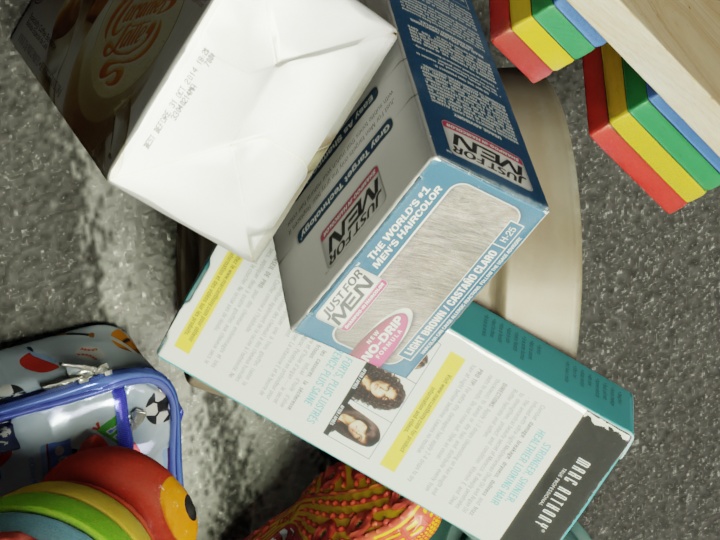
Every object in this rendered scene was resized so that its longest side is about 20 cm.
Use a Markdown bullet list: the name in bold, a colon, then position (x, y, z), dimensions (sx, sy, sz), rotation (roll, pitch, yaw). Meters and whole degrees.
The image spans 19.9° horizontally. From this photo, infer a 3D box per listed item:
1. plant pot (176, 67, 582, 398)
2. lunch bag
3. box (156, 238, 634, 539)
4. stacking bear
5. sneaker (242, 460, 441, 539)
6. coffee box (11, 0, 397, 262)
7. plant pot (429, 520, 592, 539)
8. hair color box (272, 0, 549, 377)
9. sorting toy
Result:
- **plant pot**: position (0.000, 0.000, 1.012), dimensions (0.172, 0.200, 0.201), rotation (-1, 116, -11)
- **lunch bag**: position (-0.159, 0.128, 1.046), dimensions (0.159, 0.076, 0.201), rotation (-14, 121, -25)
- **box**: position (0.017, 0.046, 0.914), dimensions (0.199, 0.049, 0.083), rotation (30, 112, -5)
- **stacking bear**: position (-0.131, 0.141, 0.911), dimensions (0.113, 0.200, 0.122), rotation (-20, 102, 18)
- **sneaker**: position (-0.009, 0.151, 1.057), dimensions (0.077, 0.200, 0.073), rotation (35, 50, -13)
- **coffee box**: position (-0.074, -0.101, 0.891), dimensions (0.079, 0.200, 0.115), rotation (29, 100, -29)
- **plant pot**: position (0.058, 0.196, 1.143), dimensions (0.134, 0.199, 0.202), rotation (-21, 127, -51)
- **hair color box**: position (0.008, -0.061, 0.871), dimensions (0.060, 0.201, 0.100), rotation (24, 121, -27)
- **sorting toy**: position (0.124, -0.145, 1.001), dimensions (0.069, 0.200, 0.200), rotation (-29, 131, 29)
